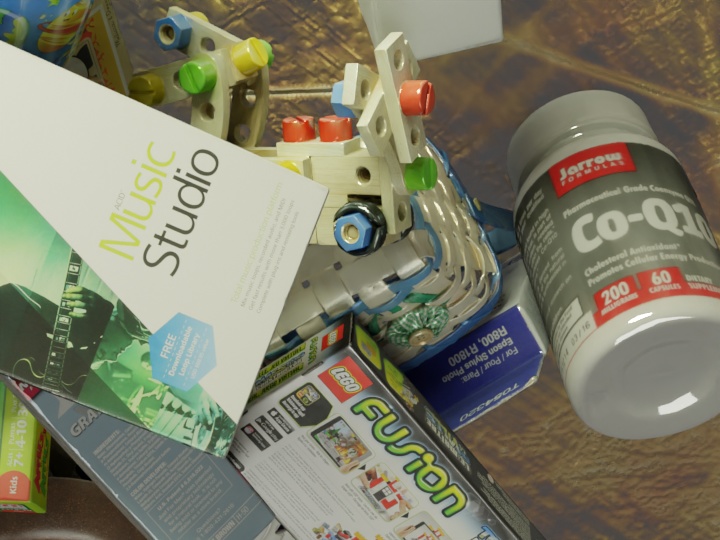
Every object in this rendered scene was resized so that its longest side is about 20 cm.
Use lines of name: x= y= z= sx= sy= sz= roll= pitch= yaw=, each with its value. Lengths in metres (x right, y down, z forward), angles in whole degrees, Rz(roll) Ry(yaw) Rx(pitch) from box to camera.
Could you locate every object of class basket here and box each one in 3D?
basket: x=0.000 y=0.000 z=1.100 sx=0.176 sy=0.140 sz=0.200 roll=-29 pitch=169 yaw=16

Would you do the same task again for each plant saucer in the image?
plant saucer: x=-0.202 y=0.214 z=1.187 sx=0.199 sy=0.035 sz=0.201 roll=-3 pitch=133 yaw=-3

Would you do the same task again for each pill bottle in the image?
pill bottle: x=0.156 y=-0.009 z=1.075 sx=0.113 sy=0.201 sz=0.114 roll=-8 pitch=137 yaw=-7

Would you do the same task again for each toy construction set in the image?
toy construction set: x=-0.032 y=-0.075 z=0.952 sx=0.092 sy=0.199 sz=0.132 roll=-17 pitch=108 yaw=-45

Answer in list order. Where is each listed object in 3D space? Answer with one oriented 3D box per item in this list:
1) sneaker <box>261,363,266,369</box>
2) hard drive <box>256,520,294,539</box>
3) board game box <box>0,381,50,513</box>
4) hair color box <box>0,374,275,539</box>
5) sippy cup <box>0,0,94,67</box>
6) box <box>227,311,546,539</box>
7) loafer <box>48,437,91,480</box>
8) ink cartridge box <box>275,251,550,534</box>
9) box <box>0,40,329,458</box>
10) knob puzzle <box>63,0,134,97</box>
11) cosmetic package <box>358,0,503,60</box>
sneaker: x=-0.097 y=0.061 z=1.156 sx=0.079 sy=0.074 sz=0.200 roll=-18 pitch=163 yaw=-15
hard drive: x=-0.153 y=0.184 z=1.312 sx=0.199 sy=0.038 sz=0.140 roll=-21 pitch=137 yaw=8
board game box: x=-0.290 y=0.092 z=1.090 sx=0.198 sy=0.102 sz=0.048 roll=1 pitch=166 yaw=2
hair color box: x=-0.139 y=0.070 z=0.948 sx=0.061 sy=0.099 sz=0.200 roll=-44 pitch=118 yaw=-12
sippy cup: x=-0.182 y=-0.161 z=0.885 sx=0.177 sy=0.140 sz=0.131 roll=29 pitch=144 yaw=6
box: x=0.012 y=0.129 z=1.040 sx=0.110 sy=0.035 sz=0.200 roll=-32 pitch=113 yaw=19
loafer: x=-0.178 y=0.139 z=1.189 sx=0.076 sy=0.067 sz=0.201 roll=-32 pitch=130 yaw=-37
ink cartridge box: x=0.035 y=0.070 z=1.142 sx=0.196 sy=0.200 sz=0.043 roll=-33 pitch=96 yaw=18
box: x=-0.130 y=-0.012 z=0.855 sx=0.199 sy=0.036 sz=0.145 roll=23 pitch=84 yaw=-17
knob puzzle: x=-0.183 y=-0.031 z=0.992 sx=0.219 sy=0.030 sz=0.221 roll=-38 pitch=142 yaw=-38
cosmetic package: x=0.023 y=-0.214 z=0.897 sx=0.071 sy=0.102 sz=0.201 roll=-13 pitch=138 yaw=-4
